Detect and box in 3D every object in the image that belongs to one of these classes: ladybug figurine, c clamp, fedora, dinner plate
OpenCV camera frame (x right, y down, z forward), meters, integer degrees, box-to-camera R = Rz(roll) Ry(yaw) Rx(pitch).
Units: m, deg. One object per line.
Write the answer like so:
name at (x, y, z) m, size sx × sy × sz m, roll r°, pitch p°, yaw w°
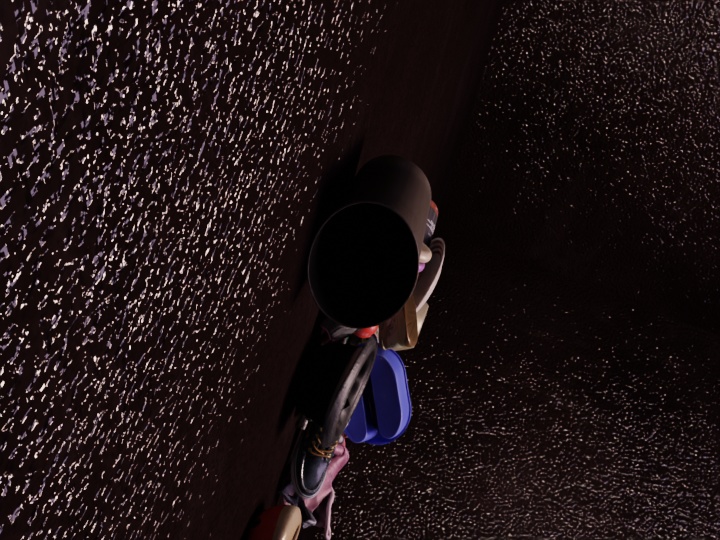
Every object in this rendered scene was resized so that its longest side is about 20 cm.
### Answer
ladybug figurine at (-0.149, 0.450, 1.501) m, size 0.200 × 0.071 × 0.138 m, roll 90°, pitch 22°, yaw -75°
c clamp at (-0.067, 0.188, 1.588) m, size 0.171 × 0.027 × 0.204 m, roll 153°, pitch -40°, yaw -85°
fedora at (-0.046, 0.176, 1.439) m, size 0.201 × 0.090 × 0.204 m, roll 23°, pitch 89°, yaw -81°
dinner plate at (0.111, 0.029, 1.751) m, size 0.202 × 0.024 × 0.201 m, roll -56°, pitch -167°, yaw 19°

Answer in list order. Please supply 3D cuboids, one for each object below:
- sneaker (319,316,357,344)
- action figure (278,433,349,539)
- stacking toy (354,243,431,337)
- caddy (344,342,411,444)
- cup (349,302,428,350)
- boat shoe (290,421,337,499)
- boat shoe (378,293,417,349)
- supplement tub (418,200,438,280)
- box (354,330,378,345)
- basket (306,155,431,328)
sneaker at (-0.031, 0.079, 1.460) m, size 0.095 × 0.079 × 0.200 m, roll -41°, pitch 176°, yaw -4°
action figure at (-0.068, 0.382, 1.737) m, size 0.200 × 0.147 × 0.136 m, roll -48°, pitch 156°, yaw -37°
stacking toy at (0.044, 0.033, 1.592) m, size 0.203 × 0.084 × 0.085 m, roll -61°, pitch 177°, yaw 17°
caddy at (0.024, 0.244, 1.780) m, size 0.105 × 0.138 × 0.205 m, roll -6°, pitch 88°, yaw -79°
cup at (0.074, 0.102, 2.068) m, size 0.200 × 0.140 × 0.204 m, roll 21°, pitch 90°, yaw -83°
boat shoe at (-0.072, 0.314, 1.647) m, size 0.091 × 0.070 × 0.205 m, roll -22°, pitch -127°, yaw 65°
boat shoe at (0.049, 0.024, 1.457) m, size 0.073 × 0.061 × 0.205 m, roll 27°, pitch 55°, yaw -62°
supplement tub at (0.079, -0.045, 1.736) m, size 0.108 × 0.105 × 0.203 m, roll 99°, pitch 8°, yaw -62°
box at (0.025, 0.163, 1.919) m, size 0.109 × 0.035 × 0.201 m, roll -30°, pitch 164°, yaw -30°
basket at (0.023, -0.056, 1.161) m, size 0.201 × 0.133 × 0.183 m, roll -67°, pitch 179°, yaw -55°
